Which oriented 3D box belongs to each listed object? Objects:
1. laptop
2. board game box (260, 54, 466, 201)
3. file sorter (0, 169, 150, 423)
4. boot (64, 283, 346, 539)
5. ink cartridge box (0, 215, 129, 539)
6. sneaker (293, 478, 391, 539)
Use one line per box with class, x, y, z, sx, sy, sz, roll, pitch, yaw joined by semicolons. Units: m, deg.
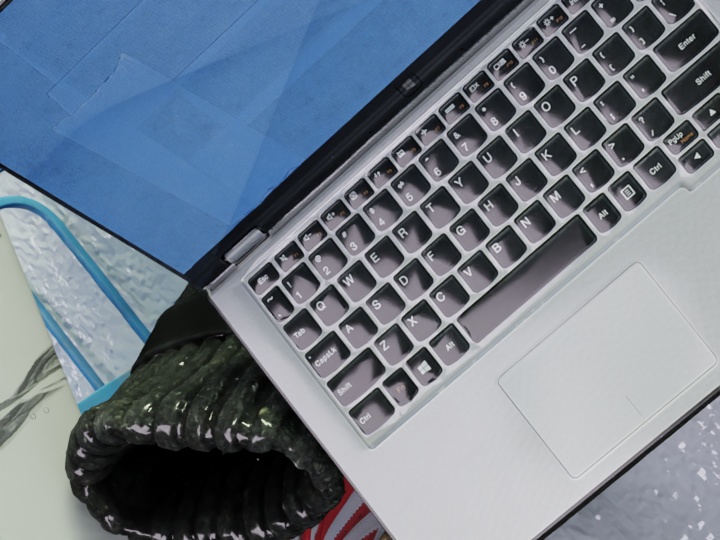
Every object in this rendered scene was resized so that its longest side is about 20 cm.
laptop;0.018;-0.030;0.665;0.187;0.116;0.200;-41;81;16
board game box;-0.022;-0.142;0.732;0.134;0.034;0.201;-30;97;4
file sorter;-0.139;0.035;0.951;0.123;0.139;0.200;51;135;7
boot;0.001;0.002;0.790;0.079;0.158;0.211;43;130;-12
ink cartridge box;-0.168;0.071;0.837;0.145;0.084;0.201;-11;103;44
sneaker;0.004;0.120;0.863;0.071;0.201;0.112;26;143;-15
